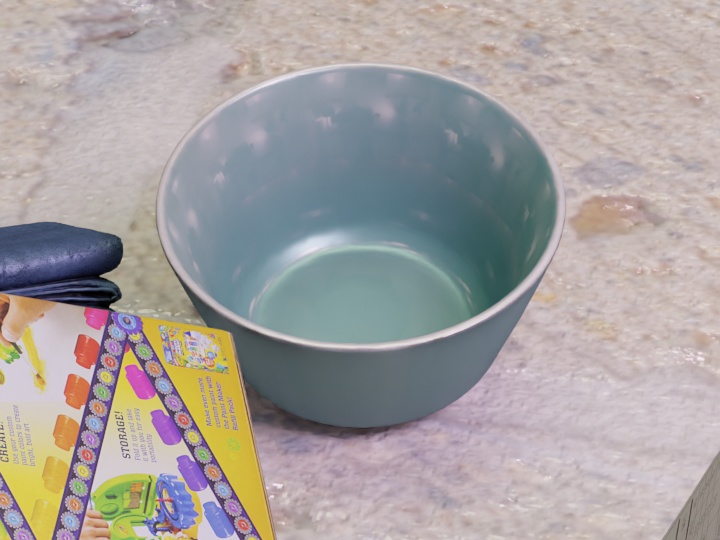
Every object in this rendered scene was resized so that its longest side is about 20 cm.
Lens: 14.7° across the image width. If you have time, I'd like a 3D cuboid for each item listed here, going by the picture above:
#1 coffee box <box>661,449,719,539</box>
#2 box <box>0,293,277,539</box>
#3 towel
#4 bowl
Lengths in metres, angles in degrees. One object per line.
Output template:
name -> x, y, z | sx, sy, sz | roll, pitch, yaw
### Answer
coffee box -> 0.227, 0.147, 1.055 | 0.199, 0.198, 0.200 | 25, 33, -4
box -> -0.166, 0.111, 1.045 | 0.192, 0.200, 0.123 | 10, 50, -32
towel -> -0.225, 0.013, 1.400 | 0.199, 0.049, 0.111 | -9, 12, -29
bowl -> 0.000, 0.000, 1.387 | 0.199, 0.105, 0.202 | 0, 47, 0
